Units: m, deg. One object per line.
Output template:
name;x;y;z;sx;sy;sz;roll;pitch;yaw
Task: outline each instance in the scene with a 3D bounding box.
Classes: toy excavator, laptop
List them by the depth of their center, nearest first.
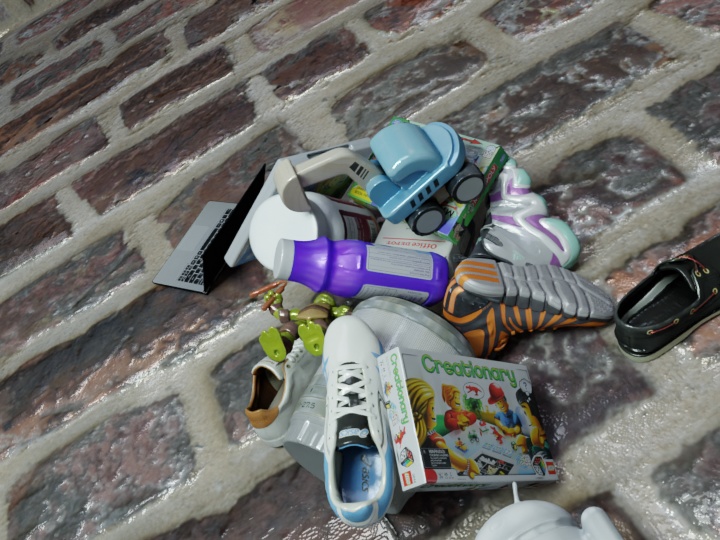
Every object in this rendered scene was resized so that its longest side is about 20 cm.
toy excavator;0.021;-0.120;0.863;0.194;0.200;0.100;-40;48;16
laptop;-0.246;-0.071;1.160;0.199;0.116;0.188;9;56;33

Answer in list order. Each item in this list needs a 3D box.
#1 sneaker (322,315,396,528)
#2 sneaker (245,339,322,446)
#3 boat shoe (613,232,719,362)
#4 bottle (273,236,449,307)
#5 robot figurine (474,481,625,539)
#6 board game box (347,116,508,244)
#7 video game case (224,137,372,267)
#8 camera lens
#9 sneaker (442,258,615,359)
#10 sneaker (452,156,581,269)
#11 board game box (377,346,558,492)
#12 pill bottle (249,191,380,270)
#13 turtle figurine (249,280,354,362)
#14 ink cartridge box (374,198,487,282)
sneaker;-0.002;0.133;0.672;0.071;0.073;0.201;-6;67;1
sneaker;-0.088;0.120;0.932;0.073;0.085;0.201;-2;48;28
boat shoe;0.366;0.018;0.804;0.201;0.063;0.074;-38;43;-9
bottle;0.000;0.000;0.841;0.199;0.084;0.066;8;77;-16
robot figurine;0.170;0.287;0.629;0.170;0.113;0.200;-50;43;14
board game box;0.085;-0.127;0.975;0.200;0.029;0.135;27;84;43
video game case;-0.084;-0.095;1.010;0.182;0.200;0.022;-24;69;-46
camera lens;0.026;0.141;0.799;0.159;0.160;0.200;13;59;35
sneaker;0.191;0.053;0.855;0.199;0.112;0.078;12;36;-6
sneaker;0.170;-0.058;0.929;0.140;0.078;0.200;-31;61;-5
board game box;0.109;0.149;0.710;0.035;0.199;0.127;-34;56;39
pill bottle;-0.056;-0.044;0.962;0.114;0.200;0.115;0;89;23
turtle figurine;-0.069;0.064;0.916;0.199;0.065;0.161;4;18;14
ink cartridge box;0.094;-0.047;0.996;0.117;0.067;0.200;6;54;31
